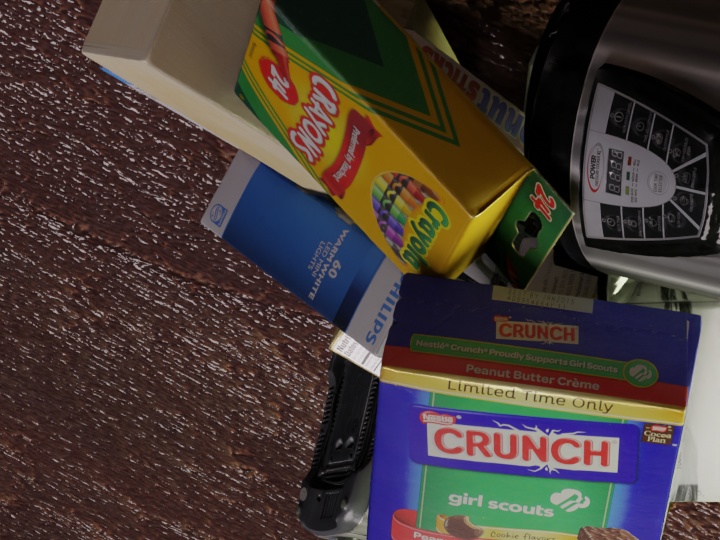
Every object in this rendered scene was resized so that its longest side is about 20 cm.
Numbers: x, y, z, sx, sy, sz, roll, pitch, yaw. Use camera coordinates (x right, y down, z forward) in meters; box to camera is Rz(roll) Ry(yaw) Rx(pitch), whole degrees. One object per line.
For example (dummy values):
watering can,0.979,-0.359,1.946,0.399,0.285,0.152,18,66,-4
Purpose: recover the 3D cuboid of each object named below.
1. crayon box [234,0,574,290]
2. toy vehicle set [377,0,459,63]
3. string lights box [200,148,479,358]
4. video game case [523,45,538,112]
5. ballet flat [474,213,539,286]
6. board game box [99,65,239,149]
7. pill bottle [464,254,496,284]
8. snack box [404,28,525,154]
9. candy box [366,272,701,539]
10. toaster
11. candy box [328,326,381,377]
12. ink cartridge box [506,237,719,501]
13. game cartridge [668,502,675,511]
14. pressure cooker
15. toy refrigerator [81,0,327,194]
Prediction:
crayon box,0.020,-0.067,1.532,0.200,0.051,0.127,46,158,10
toy vehicle set,-0.006,-0.141,1.690,0.124,0.027,0.200,20,170,17
string lights box,0.000,0.000,1.739,0.103,0.059,0.200,21,-170,-43
video game case,0.194,-0.061,1.730,0.200,0.018,0.143,23,155,11
ballet flat,0.093,0.018,1.757,0.074,0.200,0.074,23,-179,0
board game box,-0.049,-0.101,1.793,0.200,0.045,0.134,29,169,-37
pill bottle,0.153,0.031,1.836,0.200,0.114,0.114,27,156,0
snack box,0.059,-0.093,1.646,0.072,0.024,0.200,14,168,43
candy box,0.094,0.101,1.580,0.169,0.077,0.200,9,138,4
toaster,0.042,0.119,2.068,0.129,0.200,0.114,19,163,-23
candy box,0.083,0.059,1.958,0.200,0.115,0.055,30,118,-6
ink cartridge box,0.191,0.056,1.647,0.200,0.084,0.146,0,123,15
game cartridge,0.170,0.141,1.963,0.032,0.176,0.200,48,151,-14
pressure cooker,0.181,-0.072,1.531,0.200,0.176,0.179,15,155,28
toy refrigerator,-0.063,-0.116,1.649,0.070,0.076,0.200,13,167,47
